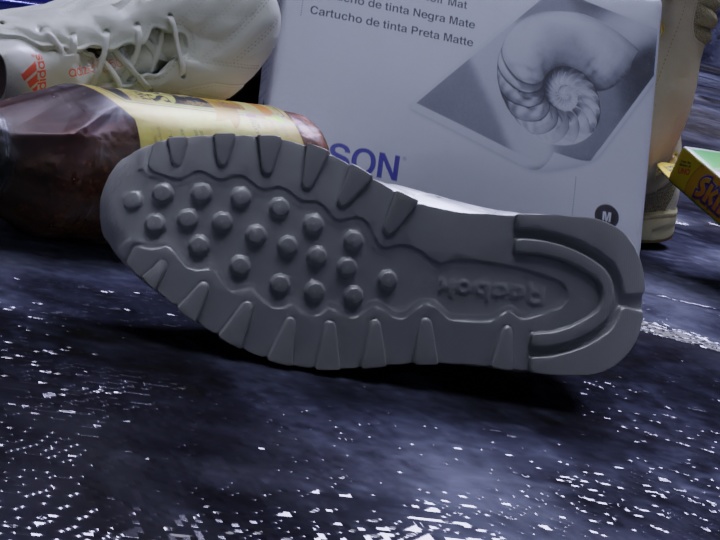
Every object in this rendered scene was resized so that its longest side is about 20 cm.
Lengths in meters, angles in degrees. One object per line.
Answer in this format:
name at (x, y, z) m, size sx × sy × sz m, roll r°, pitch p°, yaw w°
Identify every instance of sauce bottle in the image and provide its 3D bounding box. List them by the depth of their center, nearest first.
sauce bottle at (-0.101, -0.043, 0.770) m, size 0.200 × 0.066 × 0.066 m, roll 4°, pitch 14°, yaw -45°

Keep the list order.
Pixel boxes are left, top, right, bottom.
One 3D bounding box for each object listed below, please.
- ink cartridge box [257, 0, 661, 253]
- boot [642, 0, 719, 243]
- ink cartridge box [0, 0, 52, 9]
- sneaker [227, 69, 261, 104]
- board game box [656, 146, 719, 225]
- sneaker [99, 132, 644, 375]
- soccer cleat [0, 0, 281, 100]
ink cartridge box at (0.052, -0.110, 0.963) m, size 0.199 × 0.201 × 0.041 m, roll 10°, pitch -19°, yaw -12°
boot at (0.128, -0.094, 1.046) m, size 0.073 × 0.156 × 0.200 m, roll 21°, pitch 14°, yaw 37°
ink cartridge box at (-0.269, -0.160, 1.135) m, size 0.200 × 0.077 × 0.136 m, roll 24°, pitch 16°, yaw 39°
sneaker at (-0.050, -0.096, 1.073) m, size 0.114 × 0.076 × 0.199 m, roll 20°, pitch 16°, yaw 26°
board game box at (0.243, -0.012, 0.998) m, size 0.095 × 0.030 × 0.200 m, roll 6°, pitch 25°, yaw -32°
sneaker at (0.000, 0.000, 0.699) m, size 0.199 × 0.077 × 0.080 m, roll 15°, pitch -1°, yaw -16°
soccer cleat at (-0.126, -0.083, 0.804) m, size 0.199 × 0.069 × 0.078 m, roll -17°, pitch -3°, yaw -10°
